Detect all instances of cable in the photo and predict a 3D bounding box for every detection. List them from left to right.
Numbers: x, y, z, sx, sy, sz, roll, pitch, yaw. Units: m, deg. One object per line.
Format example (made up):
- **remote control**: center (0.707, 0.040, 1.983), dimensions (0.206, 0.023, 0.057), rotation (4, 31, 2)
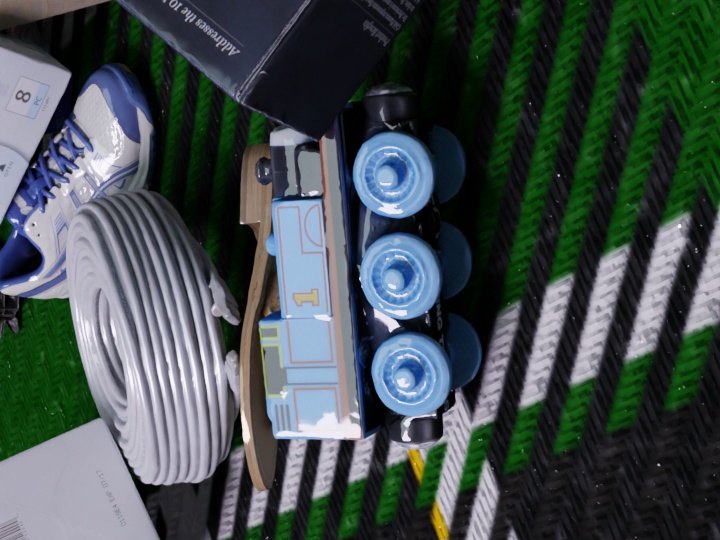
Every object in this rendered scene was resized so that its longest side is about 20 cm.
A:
- **cable**: center (-0.142, 0.047, 0.977), dimensions (0.201, 0.069, 0.200), rotation (98, 149, -43)

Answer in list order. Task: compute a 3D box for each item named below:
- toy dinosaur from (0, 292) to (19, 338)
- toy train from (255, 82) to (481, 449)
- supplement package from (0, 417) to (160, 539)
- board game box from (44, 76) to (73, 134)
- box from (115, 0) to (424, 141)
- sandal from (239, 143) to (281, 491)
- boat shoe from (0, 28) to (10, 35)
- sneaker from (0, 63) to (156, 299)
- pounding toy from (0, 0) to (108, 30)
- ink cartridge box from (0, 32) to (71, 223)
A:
- **toy dinosaur**: center (-0.343, -0.019, 1.215), dimensions (0.201, 0.101, 0.136), rotation (110, 146, -46)
- **toy train**: center (0.000, 0.000, 0.808), dimensions (0.113, 0.087, 0.202), rotation (-3, 98, 21)
- **supplement package**: center (-0.205, 0.206, 1.036), dimensions (0.114, 0.109, 0.200), rotation (60, 162, 21)
- **board game box**: center (-0.333, -0.151, 1.136), dimensions (0.200, 0.134, 0.045), rotation (28, 118, 42)
- **box**: center (-0.051, -0.207, 0.723), dimensions (0.200, 0.124, 0.197), rotation (40, 96, 16)
- **sandal**: center (-0.033, 0.025, 0.889), dimensions (0.069, 0.078, 0.213), rotation (-3, 80, 8)
- **boat shoe**: center (-0.291, -0.180, 1.064), dimensions (0.200, 0.069, 0.071), rotation (-96, 5, -75)
- **sneaker**: center (-0.210, -0.056, 1.054), dimensions (0.075, 0.088, 0.201), rotation (46, 128, 34)
- **pounding toy**: center (-0.245, -0.307, 1.021), dimensions (0.200, 0.142, 0.185), rotation (41, 140, 36)
- **ink cartridge box**: center (-0.307, -0.095, 0.963), dimensions (0.047, 0.199, 0.161), rotation (38, 104, 37)
